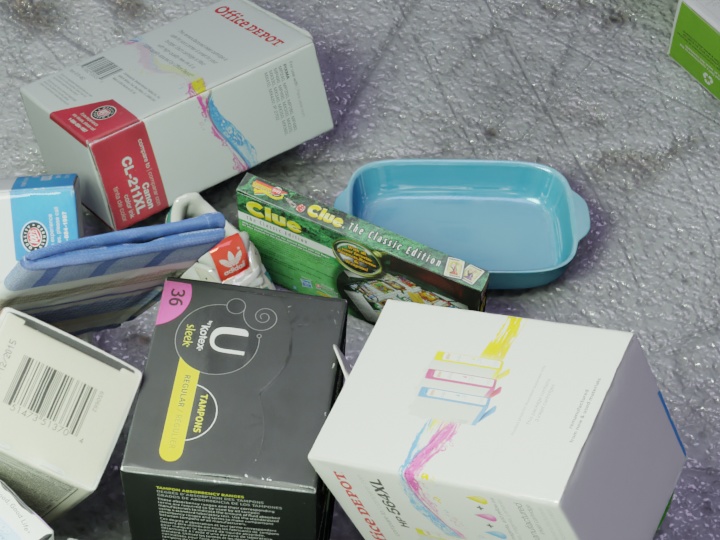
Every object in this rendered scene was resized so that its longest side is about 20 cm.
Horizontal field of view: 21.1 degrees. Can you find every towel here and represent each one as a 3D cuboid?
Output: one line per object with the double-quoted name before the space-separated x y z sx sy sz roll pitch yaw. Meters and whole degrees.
"towel" -0.184 0.011 1.261 0.146 0.200 0.024 -12 77 -29

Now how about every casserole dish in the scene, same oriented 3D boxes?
"casserole dish" 0.078 -0.032 1.504 0.199 0.039 0.121 0 48 -3

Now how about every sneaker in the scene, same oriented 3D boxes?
"sneaker" -0.093 0.026 1.426 0.070 0.094 0.200 -23 58 -18

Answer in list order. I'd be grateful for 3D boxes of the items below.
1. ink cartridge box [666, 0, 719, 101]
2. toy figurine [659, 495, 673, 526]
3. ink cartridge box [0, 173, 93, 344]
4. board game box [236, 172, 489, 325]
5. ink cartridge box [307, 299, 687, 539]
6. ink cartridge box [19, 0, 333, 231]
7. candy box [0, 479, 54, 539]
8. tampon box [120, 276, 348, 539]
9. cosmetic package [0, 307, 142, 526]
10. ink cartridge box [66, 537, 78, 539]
"ink cartridge box" 0.319 -0.241 1.648 0.148 0.076 0.200 -31 60 -22
"toy figurine" 0.090 0.147 1.341 0.184 0.151 0.200 33 37 31
"ink cartridge box" -0.298 0.012 1.392 0.199 0.146 0.084 -4 12 -6
"board game box" 0.000 0.000 1.443 0.199 0.105 0.023 23 60 13
"ink cartridge box" 0.075 0.111 1.188 0.199 0.129 0.125 6 54 33
"ink cartridge box" -0.142 -0.127 1.511 0.200 0.083 0.146 -26 32 -20
"candy box" -0.283 0.239 1.214 0.071 0.168 0.200 39 63 17
"tampon box" -0.081 0.127 1.289 0.126 0.200 0.150 7 53 3
"cosmetic package" -0.222 0.104 1.268 0.103 0.200 0.087 27 67 -13
"ink cartridge box" -0.142 0.296 1.197 0.200 0.145 0.145 30 59 18
